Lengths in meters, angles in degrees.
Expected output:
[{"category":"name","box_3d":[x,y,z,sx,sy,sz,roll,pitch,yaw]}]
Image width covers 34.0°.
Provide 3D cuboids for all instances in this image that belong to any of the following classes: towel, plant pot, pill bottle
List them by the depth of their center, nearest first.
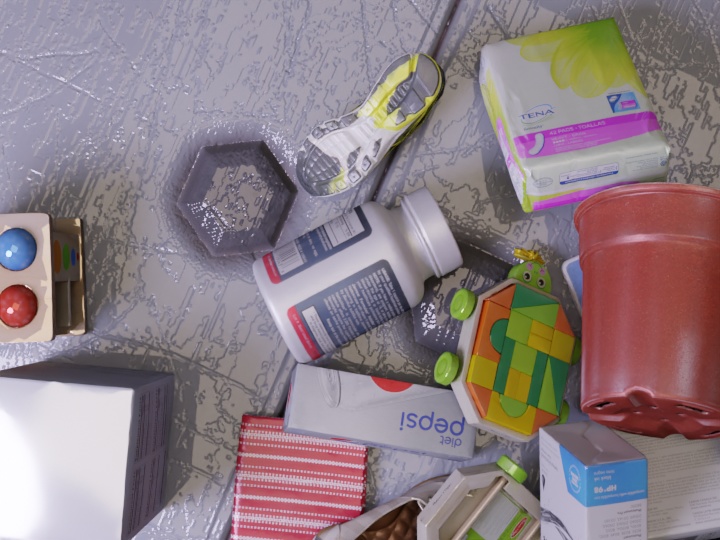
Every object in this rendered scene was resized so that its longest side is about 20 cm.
[{"category":"plant pot","box_3d":[0.293,0.048,1.129,0.197,0.201,0.198,10,70,1]},{"category":"pill bottle","box_3d":[0.000,0.000,1.215,0.198,0.120,0.121,-27,89,1]},{"category":"towel","box_3d":[-0.066,0.261,1.262,0.142,0.022,0.204,5,89,1]}]

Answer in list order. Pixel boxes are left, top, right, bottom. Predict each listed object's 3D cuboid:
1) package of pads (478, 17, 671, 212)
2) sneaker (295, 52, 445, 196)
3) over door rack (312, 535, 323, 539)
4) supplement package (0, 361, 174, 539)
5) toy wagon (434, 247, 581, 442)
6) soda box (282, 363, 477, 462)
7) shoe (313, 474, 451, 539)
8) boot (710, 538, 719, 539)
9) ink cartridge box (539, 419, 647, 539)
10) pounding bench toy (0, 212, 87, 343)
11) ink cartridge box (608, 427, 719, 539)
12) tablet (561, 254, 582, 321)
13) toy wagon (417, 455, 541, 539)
[{"category":"package of pads","box_3d":[0.209,-0.158,1.193,0.152,0.069,0.202,-11,51,0]},{"category":"sneaker","box_3d":[0.018,-0.146,1.241,0.199,0.084,0.075,-38,81,22]},{"category":"over door rack","box_3d":[-0.031,0.357,1.200,0.147,0.067,0.200,36,128,-4]},{"category":"supplement package","box_3d":[-0.282,0.178,1.177,0.149,0.200,0.154,5,89,2]},{"category":"toy wagon","box_3d":[0.162,0.070,1.220,0.153,0.039,0.203,23,73,-23]},{"category":"soda box","box_3d":[0.022,0.149,1.225,0.197,0.063,0.069,11,77,-5]},{"category":"shoe","box_3d":[0.046,0.271,1.232,0.197,0.053,0.071,-21,94,-11]},{"category":"boot","box_3d":[0.334,0.258,1.226,0.165,0.076,0.204,0,83,-3]},{"category":"ink cartridge box","box_3d":[0.227,0.263,1.153,0.066,0.116,0.204,-6,102,-13]},{"category":"pounding bench toy","box_3d":[-0.396,0.010,1.203,0.196,0.156,0.127,-2,90,1]},{"category":"ink cartridge box","box_3d":[0.325,0.170,1.194,0.159,0.050,0.203,-7,60,-8]},{"category":"tablet","box_3d":[0.327,0.013,1.261,0.197,0.014,0.132,-24,89,0]},{"category":"toy wagon","box_3d":[0.146,0.293,1.222,0.200,0.040,0.156,43,84,-24]}]
